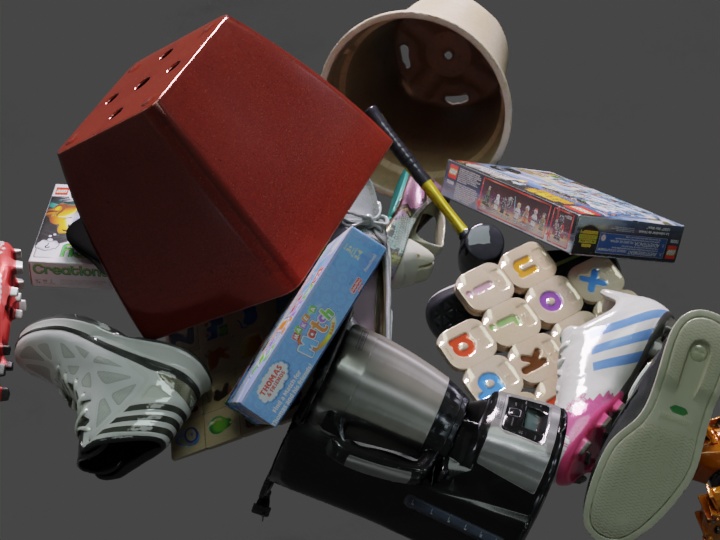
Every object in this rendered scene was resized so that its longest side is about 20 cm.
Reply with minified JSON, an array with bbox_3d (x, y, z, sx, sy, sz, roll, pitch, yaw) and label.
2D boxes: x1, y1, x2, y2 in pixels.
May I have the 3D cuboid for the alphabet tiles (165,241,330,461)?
[{"bbox_3d":[-0.095,0.052,1.358,0.166,0.008,0.201,-20,52,16],"label":"alphabet tiles"}]

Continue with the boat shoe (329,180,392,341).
[{"bbox_3d":[-0.001,0.000,1.395,0.074,0.065,0.204,13,68,-31],"label":"boat shoe"}]

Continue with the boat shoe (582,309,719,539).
[{"bbox_3d":[0.239,0.127,1.259,0.071,0.201,0.068,27,-1,3],"label":"boat shoe"}]

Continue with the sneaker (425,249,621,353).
[{"bbox_3d":[0.148,0.025,1.460,0.198,0.072,0.083,-12,15,-16],"label":"sneaker"}]

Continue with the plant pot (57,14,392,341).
[{"bbox_3d":[-0.127,-0.089,1.307,0.199,0.177,0.201,-18,28,42],"label":"plant pot"}]

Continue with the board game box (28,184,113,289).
[{"bbox_3d":[-0.212,-0.031,1.535,0.198,0.035,0.127,2,39,2],"label":"board game box"}]

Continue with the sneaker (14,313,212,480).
[{"bbox_3d":[-0.234,0.107,1.329,0.199,0.076,0.116,9,51,29],"label":"sneaker"}]

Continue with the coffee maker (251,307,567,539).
[{"bbox_3d":[0.041,0.147,1.228,0.199,0.193,0.135,25,56,0],"label":"coffee maker"}]

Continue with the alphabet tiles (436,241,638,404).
[{"bbox_3d":[0.172,0.069,1.368,0.195,0.015,0.201,-25,68,-25],"label":"alphabet tiles"}]

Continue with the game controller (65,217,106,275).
[{"bbox_3d":[-0.180,-0.055,1.504,0.199,0.042,0.104,-28,48,-31],"label":"game controller"}]

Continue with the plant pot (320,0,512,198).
[{"bbox_3d":[0.076,-0.200,1.644,0.198,0.202,0.184,10,28,12],"label":"plant pot"}]

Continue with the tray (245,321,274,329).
[{"bbox_3d":[-0.068,0.008,1.459,0.098,0.037,0.200,-9,31,30],"label":"tray"}]

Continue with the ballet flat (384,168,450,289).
[{"bbox_3d":[0.044,-0.029,1.518,0.071,0.069,0.201,27,42,1],"label":"ballet flat"}]

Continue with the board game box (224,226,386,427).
[{"bbox_3d":[-0.046,0.047,1.212,0.036,0.200,0.152,33,81,-5],"label":"board game box"}]

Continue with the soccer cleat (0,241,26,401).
[{"bbox_3d":[-0.350,0.044,1.416,0.084,0.069,0.201,2,43,-5],"label":"soccer cleat"}]

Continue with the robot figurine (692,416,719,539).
[{"bbox_3d":[0.359,0.161,1.277,0.198,0.059,0.146,-7,40,-8],"label":"robot figurine"}]

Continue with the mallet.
[{"bbox_3d":[0.068,-0.079,1.489,0.041,0.066,0.201,-34,84,-14],"label":"mallet"}]

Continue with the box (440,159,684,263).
[{"bbox_3d":[0.188,-0.057,1.491,0.136,0.040,0.200,5,15,-35],"label":"box"}]

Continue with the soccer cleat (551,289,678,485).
[{"bbox_3d":[0.190,0.095,1.317,0.086,0.070,0.200,24,54,25],"label":"soccer cleat"}]
